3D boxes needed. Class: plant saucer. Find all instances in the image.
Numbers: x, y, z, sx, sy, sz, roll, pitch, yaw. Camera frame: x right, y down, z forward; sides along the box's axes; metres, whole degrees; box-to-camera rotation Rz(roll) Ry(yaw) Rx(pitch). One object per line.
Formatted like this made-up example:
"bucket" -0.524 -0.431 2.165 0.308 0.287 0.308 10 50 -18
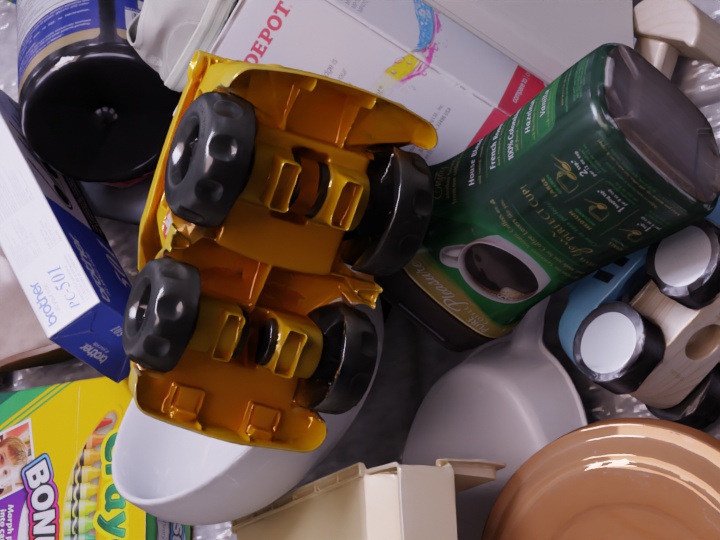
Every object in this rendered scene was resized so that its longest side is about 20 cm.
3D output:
"plant saucer" 0.155 0.183 1.376 0.200 0.032 0.201 4 98 26

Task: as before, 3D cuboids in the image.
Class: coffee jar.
"coffee jar" 0.094 -0.035 1.363 0.200 0.104 0.085 -32 31 34

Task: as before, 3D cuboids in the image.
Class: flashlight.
"flashlight" -0.148 -0.063 1.661 0.200 0.068 0.068 14 124 39

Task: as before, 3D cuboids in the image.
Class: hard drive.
"hard drive" 0.078 -0.182 1.415 0.026 0.200 0.132 -34 39 37

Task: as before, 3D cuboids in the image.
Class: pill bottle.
"pill bottle" -0.172 -0.160 1.640 0.112 0.112 0.200 -35 37 22

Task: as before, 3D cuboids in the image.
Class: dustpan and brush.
"dustpan and brush" 0.089 0.069 1.456 0.139 0.057 0.201 19 115 42

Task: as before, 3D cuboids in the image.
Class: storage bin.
"storage bin" 0.011 0.221 1.415 0.198 0.093 0.201 -29 60 57

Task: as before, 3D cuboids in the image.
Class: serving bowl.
"serving bowl" -0.056 0.076 1.478 0.200 0.066 0.200 -38 26 22

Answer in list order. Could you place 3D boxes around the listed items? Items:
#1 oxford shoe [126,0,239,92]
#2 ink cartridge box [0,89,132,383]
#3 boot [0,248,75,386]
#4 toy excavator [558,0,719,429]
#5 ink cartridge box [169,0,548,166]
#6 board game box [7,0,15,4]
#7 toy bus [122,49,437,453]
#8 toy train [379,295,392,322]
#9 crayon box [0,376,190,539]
"oxford shoe" -0.089 -0.178 1.448 0.058 0.075 0.200 35 141 -3
"ink cartridge box" -0.203 -0.028 1.596 0.044 0.094 0.200 -35 60 7
"boot" -0.246 0.000 1.695 0.200 0.070 0.147 -21 78 38
"toy excavator" 0.170 -0.040 1.428 0.195 0.100 0.200 -49 49 13
"ink cartridge box" 0.011 -0.098 1.460 0.200 0.086 0.148 34 131 -3
"board game box" -0.210 -0.271 1.706 0.200 0.134 0.045 -34 62 24
"toy bus" -0.067 -0.022 1.372 0.192 0.135 0.201 34 106 64
"toy train" 0.000 0.000 1.559 0.056 0.042 0.200 26 94 26
"crayon box" -0.195 0.177 1.635 0.172 0.058 0.201 -10 73 32
